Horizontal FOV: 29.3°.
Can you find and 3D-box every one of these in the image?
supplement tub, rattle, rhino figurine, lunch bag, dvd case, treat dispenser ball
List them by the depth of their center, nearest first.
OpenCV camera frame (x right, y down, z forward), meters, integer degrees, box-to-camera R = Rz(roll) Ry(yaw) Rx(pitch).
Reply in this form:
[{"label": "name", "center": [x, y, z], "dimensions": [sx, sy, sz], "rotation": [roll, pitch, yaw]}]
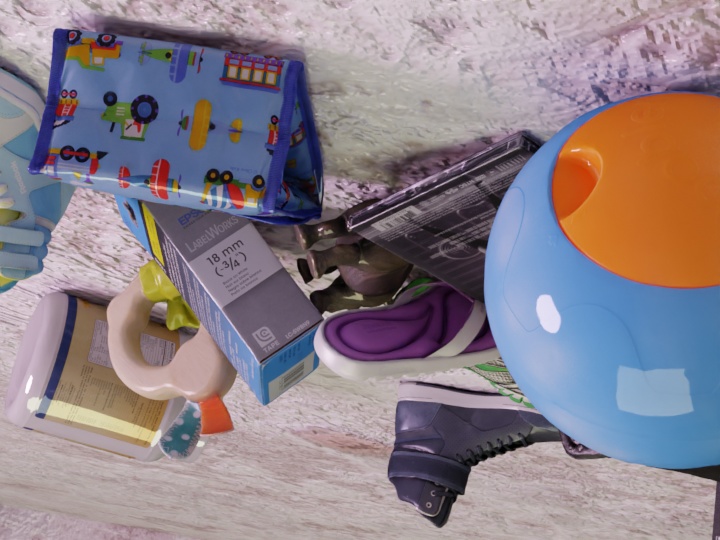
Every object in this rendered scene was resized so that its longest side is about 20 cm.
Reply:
[{"label": "treat dispenser ball", "center": [0.167, 0.005, 0.738], "dimensions": [0.200, 0.201, 0.201], "rotation": [11, 162, 4]}, {"label": "lunch bag", "center": [-0.105, -0.077, 0.893], "dimensions": [0.150, 0.094, 0.200], "rotation": [9, 174, 7]}, {"label": "dvd case", "center": [0.114, -0.020, 0.942], "dimensions": [0.149, 0.016, 0.200], "rotation": [-25, 141, 38]}, {"label": "rhino figurine", "center": [0.000, 0.000, 1.044], "dimensions": [0.087, 0.060, 0.200], "rotation": [-17, 164, -7]}, {"label": "rattle", "center": [-0.132, 0.090, 1.202], "dimensions": [0.200, 0.130, 0.143], "rotation": [52, 173, 34]}, {"label": "supplement tub", "center": [-0.253, 0.116, 1.434], "dimensions": [0.200, 0.145, 0.144], "rotation": [19, 161, -19]}]

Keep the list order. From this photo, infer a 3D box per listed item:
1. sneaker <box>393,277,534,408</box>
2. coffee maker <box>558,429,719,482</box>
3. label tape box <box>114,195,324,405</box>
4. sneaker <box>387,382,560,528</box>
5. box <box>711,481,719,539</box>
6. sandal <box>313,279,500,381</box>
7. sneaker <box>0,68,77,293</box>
[{"label": "sneaker", "center": [0.118, 0.059, 1.128], "dimensions": [0.200, 0.078, 0.085], "rotation": [13, 159, -3]}, {"label": "coffee maker", "center": [0.276, 0.107, 1.037], "dimensions": [0.200, 0.135, 0.192], "rotation": [16, -175, -42]}, {"label": "label tape box", "center": [-0.112, -0.003, 1.078], "dimensions": [0.200, 0.063, 0.144], "rotation": [52, 166, 12]}, {"label": "sneaker", "center": [0.126, 0.202, 1.443], "dimensions": [0.202, 0.146, 0.077], "rotation": [4, 159, 19]}, {"label": "box", "center": [0.366, 0.182, 1.134], "dimensions": [0.048, 0.200, 0.158], "rotation": [19, 161, -29]}, {"label": "sandal", "center": [0.059, 0.034, 1.013], "dimensions": [0.202, 0.082, 0.050], "rotation": [-18, 140, -38]}, {"label": "sneaker", "center": [-0.260, -0.058, 0.946], "dimensions": [0.079, 0.131, 0.200], "rotation": [7, 161, 20]}]
